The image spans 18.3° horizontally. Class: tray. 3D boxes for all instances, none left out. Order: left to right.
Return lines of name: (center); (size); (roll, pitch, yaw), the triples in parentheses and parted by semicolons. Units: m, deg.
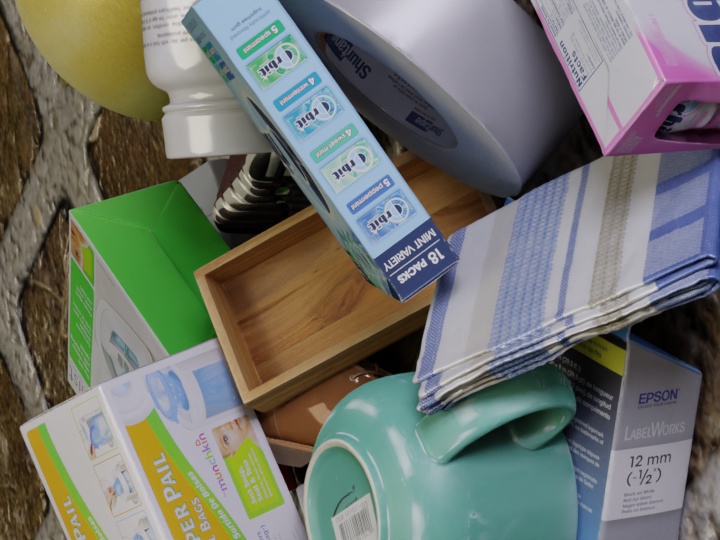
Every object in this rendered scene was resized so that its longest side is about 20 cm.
tray: (0.000, 0.000, 1.423); (0.200, 0.037, 0.099); (-29, 67, 14)

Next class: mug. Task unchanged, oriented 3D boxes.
mug: (0.039, 0.120, 1.291); (0.152, 0.114, 0.186); (35, 124, 53)

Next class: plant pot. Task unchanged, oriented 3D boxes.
plant pot: (-0.127, -0.225, 1.579); (0.142, 0.199, 0.201); (-30, 68, 52)

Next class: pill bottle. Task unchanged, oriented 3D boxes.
pill bottle: (-0.085, -0.174, 1.432); (0.113, 0.113, 0.201); (1, 96, 60)

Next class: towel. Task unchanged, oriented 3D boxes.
towel: (0.117, -0.006, 1.214); (0.200, 0.024, 0.147); (-27, 31, 31)

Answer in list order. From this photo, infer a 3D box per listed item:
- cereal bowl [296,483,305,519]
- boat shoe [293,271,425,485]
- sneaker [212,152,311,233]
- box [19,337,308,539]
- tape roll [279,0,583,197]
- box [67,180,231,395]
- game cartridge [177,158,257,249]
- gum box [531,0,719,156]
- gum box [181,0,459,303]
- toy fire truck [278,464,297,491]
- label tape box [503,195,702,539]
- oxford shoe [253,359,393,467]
cereal bowl: (0.031, 0.218, 1.445); (0.200, 0.083, 0.201); (-21, -90, -90)
boat shoe: (0.012, 0.067, 1.506); (0.074, 0.066, 0.200); (30, 120, 11)
sneaker: (-0.060, -0.102, 1.593); (0.200, 0.075, 0.116); (131, 138, -67)
box: (-0.116, 0.162, 1.447); (0.101, 0.112, 0.201); (-27, 86, 47)
tape roll: (0.034, -0.129, 1.312); (0.066, 0.200, 0.200); (-53, 33, -8)
box: (-0.131, 0.068, 1.631); (0.200, 0.096, 0.177); (52, 146, 38)
game cartridge: (-0.107, 0.021, 1.739); (0.133, 0.040, 0.201); (-27, 72, 62)
gum box: (0.154, -0.152, 1.176); (0.066, 0.113, 0.201); (-54, 49, 48)
gum box: (-0.027, -0.079, 1.297); (0.200, 0.044, 0.170); (54, 177, -7)
toy fire truck: (-0.041, 0.222, 1.568); (0.200, 0.049, 0.141); (71, 177, -46)
label tape box: (0.130, 0.071, 1.306); (0.143, 0.066, 0.201); (32, 119, 54)
oxford shoe: (0.011, 0.091, 1.437); (0.199, 0.071, 0.072); (5, 106, 25)
